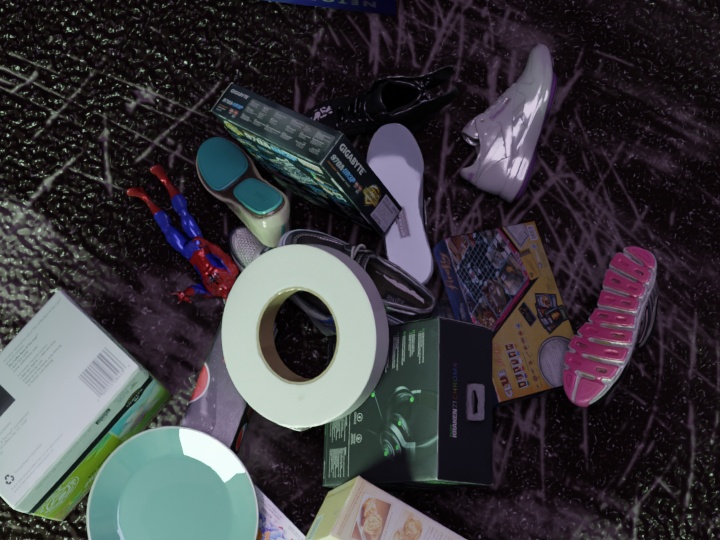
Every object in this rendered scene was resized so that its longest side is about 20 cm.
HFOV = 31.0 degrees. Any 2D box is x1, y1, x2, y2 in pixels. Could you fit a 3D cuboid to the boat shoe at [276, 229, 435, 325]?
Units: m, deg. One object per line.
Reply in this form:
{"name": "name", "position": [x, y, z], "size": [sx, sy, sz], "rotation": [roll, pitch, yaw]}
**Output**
{"name": "boat shoe", "position": [0.000, 0.000, 1.484], "size": [0.198, 0.071, 0.073], "rotation": [25, 60, -4]}

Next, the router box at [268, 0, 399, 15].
{"name": "router box", "position": [-0.036, -0.430, 1.666], "size": [0.196, 0.049, 0.183], "rotation": [6, 77, 3]}

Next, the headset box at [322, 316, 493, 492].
{"name": "headset box", "position": [0.056, 0.152, 1.446], "size": [0.092, 0.198, 0.177], "rotation": [13, 71, -41]}

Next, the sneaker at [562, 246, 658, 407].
{"name": "sneaker", "position": [0.300, 0.077, 1.514], "size": [0.073, 0.088, 0.202], "rotation": [13, 68, 33]}

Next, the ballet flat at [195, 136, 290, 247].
{"name": "ballet flat", "position": [-0.140, -0.091, 1.570], "size": [0.069, 0.070, 0.200], "rotation": [-36, 43, -6]}

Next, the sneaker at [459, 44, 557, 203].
{"name": "sneaker", "position": [0.181, -0.190, 1.589], "size": [0.098, 0.075, 0.203], "rotation": [18, 78, 5]}

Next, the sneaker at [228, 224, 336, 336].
{"name": "sneaker", "position": [-0.074, 0.002, 1.547], "size": [0.199, 0.085, 0.078], "rotation": [34, 80, 10]}

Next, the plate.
{"name": "plate", "position": [-0.209, 0.276, 1.462], "size": [0.196, 0.026, 0.204], "rotation": [-1, 85, 5]}

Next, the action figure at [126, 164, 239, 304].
{"name": "action figure", "position": [-0.213, -0.033, 1.554], "size": [0.065, 0.099, 0.201], "rotation": [-40, 81, 13]}

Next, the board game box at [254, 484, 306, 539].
{"name": "board game box", "position": [-0.095, 0.365, 1.483], "size": [0.200, 0.045, 0.135], "rotation": [43, 82, 10]}

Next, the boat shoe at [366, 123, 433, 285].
{"name": "boat shoe", "position": [0.051, -0.074, 1.570], "size": [0.072, 0.068, 0.203], "rotation": [-14, 83, -3]}

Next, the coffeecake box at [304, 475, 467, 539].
{"name": "coffeecake box", "position": [0.050, 0.311, 1.412], "size": [0.198, 0.154, 0.074], "rotation": [30, 70, -4]}

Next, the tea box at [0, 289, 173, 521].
{"name": "tea box", "position": [-0.337, 0.157, 1.461], "size": [0.133, 0.197, 0.200], "rotation": [41, 82, 11]}

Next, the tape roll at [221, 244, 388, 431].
{"name": "tape roll", "position": [-0.063, 0.073, 1.445], "size": [0.200, 0.037, 0.207], "rotation": [1, 93, 26]}

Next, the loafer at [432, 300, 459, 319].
{"name": "loafer", "position": [0.120, 0.130, 1.520], "size": [0.071, 0.073, 0.204], "rotation": [-5, 78, -4]}

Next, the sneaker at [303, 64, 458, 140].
{"name": "sneaker", "position": [0.019, -0.202, 1.582], "size": [0.196, 0.104, 0.061], "rotation": [-8, 77, 0]}

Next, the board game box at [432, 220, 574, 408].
{"name": "board game box", "position": [0.176, 0.050, 1.526], "size": [0.134, 0.035, 0.203], "rotation": [-10, 75, -28]}

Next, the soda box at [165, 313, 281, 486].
{"name": "soda box", "position": [-0.159, 0.149, 1.527], "size": [0.070, 0.063, 0.203], "rotation": [19, 77, 6]}

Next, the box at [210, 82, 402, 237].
{"name": "box", "position": [-0.063, -0.127, 1.502], "size": [0.199, 0.159, 0.046], "rotation": [28, 77, 40]}
